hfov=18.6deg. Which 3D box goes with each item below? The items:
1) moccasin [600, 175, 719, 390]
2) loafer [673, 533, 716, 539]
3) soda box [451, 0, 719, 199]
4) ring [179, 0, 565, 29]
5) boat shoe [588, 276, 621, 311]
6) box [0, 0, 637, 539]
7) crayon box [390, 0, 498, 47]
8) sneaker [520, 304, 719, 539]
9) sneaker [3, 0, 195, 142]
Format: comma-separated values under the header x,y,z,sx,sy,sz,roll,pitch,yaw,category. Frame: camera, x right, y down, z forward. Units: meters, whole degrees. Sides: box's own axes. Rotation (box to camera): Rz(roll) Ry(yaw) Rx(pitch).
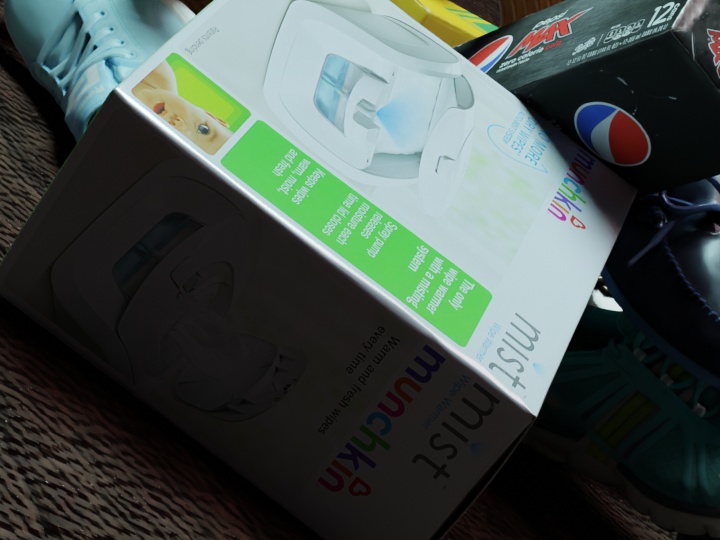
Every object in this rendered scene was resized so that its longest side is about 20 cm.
x,y,z,sx,sy,sz,roll,pitch,yaw,category
0.136,-0.022,0.920,0.080,0.068,0.200,19,25,-28,moccasin
0.162,0.132,0.899,0.072,0.063,0.200,34,13,-3,loafer
0.093,-0.069,0.897,0.071,0.063,0.199,47,-31,-18,soda box
-0.002,-0.119,0.976,0.200,0.200,0.019,29,58,-27,ring
0.111,0.014,1.093,0.200,0.070,0.071,-109,175,-57,boat shoe
-0.008,-0.011,0.802,0.176,0.097,0.200,37,29,0,box
0.027,-0.073,1.131,0.199,0.127,0.051,19,21,-48,crayon box
0.131,0.056,0.939,0.199,0.080,0.077,21,35,41,sneaker
-0.100,-0.079,0.949,0.200,0.074,0.082,40,14,28,sneaker
